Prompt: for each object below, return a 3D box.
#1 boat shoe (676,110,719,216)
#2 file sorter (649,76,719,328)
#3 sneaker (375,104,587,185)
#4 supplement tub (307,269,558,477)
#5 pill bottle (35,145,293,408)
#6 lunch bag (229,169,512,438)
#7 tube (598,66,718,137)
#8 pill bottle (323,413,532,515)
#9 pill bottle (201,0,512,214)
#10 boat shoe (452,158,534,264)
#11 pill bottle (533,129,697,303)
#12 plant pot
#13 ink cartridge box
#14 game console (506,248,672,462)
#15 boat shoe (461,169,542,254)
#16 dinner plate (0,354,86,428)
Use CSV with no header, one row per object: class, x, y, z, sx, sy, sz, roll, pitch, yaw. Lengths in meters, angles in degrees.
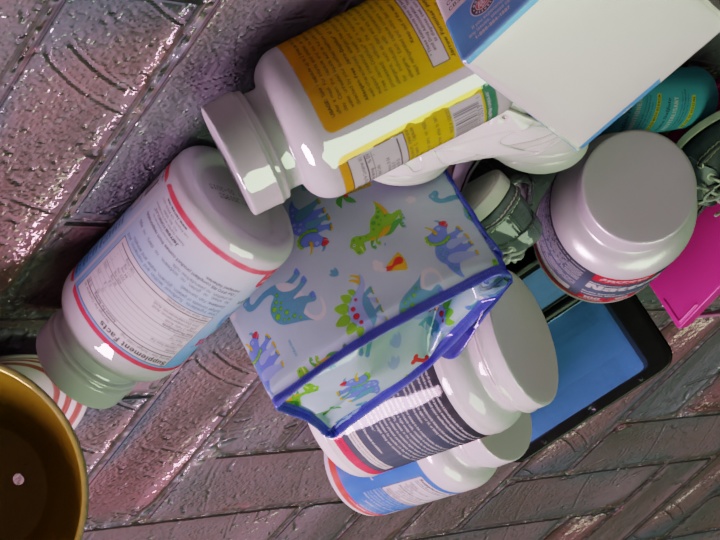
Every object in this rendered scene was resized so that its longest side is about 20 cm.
boat shoe,0.292,-0.077,1.551,0.074,0.062,0.200,-3,150,-40
file sorter,0.353,-0.067,1.633,0.125,0.140,0.200,-4,143,-42
sneaker,0.077,-0.119,1.321,0.198,0.075,0.100,-6,151,-8
supplement tub,0.058,0.090,1.561,0.199,0.142,0.140,-22,158,26
pill bottle,-0.149,0.011,1.311,0.200,0.109,0.108,-43,150,26
lunch bag,0.000,0.000,1.370,0.200,0.171,0.127,-38,150,12
tube,0.213,-0.136,1.464,0.199,0.050,0.078,-11,128,-39
pill bottle,0.066,0.162,1.702,0.112,0.113,0.199,0,163,-43
pill bottle,-0.004,-0.119,1.230,0.199,0.113,0.113,-28,153,-5
boat shoe,0.114,-0.037,1.527,0.073,0.068,0.200,-18,150,-21
pill bottle,0.209,-0.046,1.445,0.119,0.120,0.200,-27,172,-5
plant pot,-0.294,0.165,1.331,0.199,0.201,0.142,-28,177,-3
ink cartridge box,0.119,-0.206,1.135,0.128,0.201,0.125,-41,133,22
game console,0.179,0.073,1.723,0.199,0.117,0.176,-34,152,8
boat shoe,0.081,-0.024,1.448,0.073,0.062,0.200,-57,-167,-25
dinner plate,-0.314,0.122,1.432,0.199,0.024,0.201,-24,152,-13
